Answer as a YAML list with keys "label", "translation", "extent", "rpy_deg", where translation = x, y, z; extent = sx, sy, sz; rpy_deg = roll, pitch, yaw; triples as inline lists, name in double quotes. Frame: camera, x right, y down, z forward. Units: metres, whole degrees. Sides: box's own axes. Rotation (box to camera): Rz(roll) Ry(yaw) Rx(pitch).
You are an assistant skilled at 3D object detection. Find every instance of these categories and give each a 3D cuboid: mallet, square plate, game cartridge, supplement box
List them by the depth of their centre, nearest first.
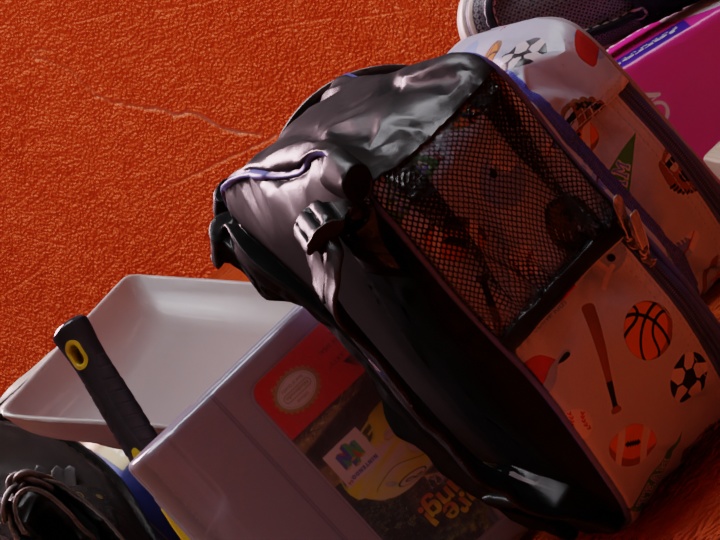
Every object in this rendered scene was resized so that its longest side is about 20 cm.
- label: "game cartridge"
  translation: [0.020, 0.061, 1.113]
  extent: [0.200, 0.133, 0.041]
  rpy_deg: [-44, 6, -17]
- label: "mallet"
  translation: [-0.083, 0.112, 1.175]
  extent: [0.066, 0.200, 0.041]
  rpy_deg: [-49, -21, 26]
- label: "supplement box"
  translation: [0.155, -0.071, 1.299]
  extent: [0.101, 0.103, 0.200]
  rpy_deg: [-31, 9, 6]
- label: "square plate"
  translation: [-0.053, 0.053, 1.350]
  extent: [0.198, 0.028, 0.200]
  rpy_deg: [6, 21, 12]

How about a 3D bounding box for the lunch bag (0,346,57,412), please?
- label: "lunch bag"
  translation: [-0.147, 0.127, 1.565]
  extent: [0.200, 0.168, 0.139]
  rpy_deg: [-44, 6, -16]

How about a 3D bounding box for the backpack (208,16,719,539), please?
- label: "backpack"
  translation: [0.056, 0.006, 1.022]
  extent: [0.154, 0.191, 0.200]
  rpy_deg: [-37, 10, -11]

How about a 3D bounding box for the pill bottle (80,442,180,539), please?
- label: "pill bottle"
  translation: [-0.111, 0.134, 1.439]
  extent: [0.200, 0.120, 0.120]
  rpy_deg: [-49, 7, -15]

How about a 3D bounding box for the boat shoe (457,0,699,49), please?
- label: "boat shoe"
  translation: [0.138, -0.155, 1.225]
  extent: [0.200, 0.075, 0.093]
  rpy_deg: [-30, 0, -7]

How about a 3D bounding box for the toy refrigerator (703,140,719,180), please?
- label: "toy refrigerator"
  translation: [0.238, -0.090, 1.103]
  extent: [0.200, 0.070, 0.076]
  rpy_deg: [-42, 6, 1]

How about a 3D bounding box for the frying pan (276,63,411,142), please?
- label: "frying pan"
  translation: [0.017, -0.003, 1.242]
  extent: [0.115, 0.190, 0.031]
  rpy_deg: [-7, -17, 9]

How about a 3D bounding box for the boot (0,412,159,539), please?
- label: "boot"
  translation: [-0.137, 0.122, 1.281]
  extent: [0.069, 0.200, 0.174]
  rpy_deg: [-46, -18, -7]
